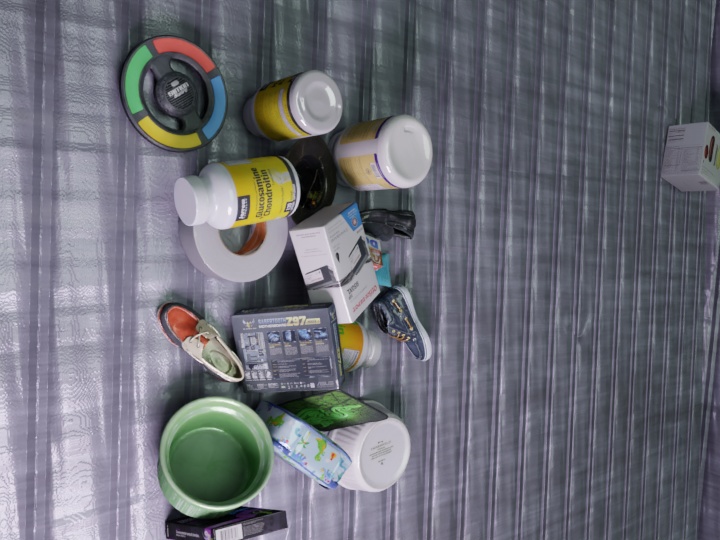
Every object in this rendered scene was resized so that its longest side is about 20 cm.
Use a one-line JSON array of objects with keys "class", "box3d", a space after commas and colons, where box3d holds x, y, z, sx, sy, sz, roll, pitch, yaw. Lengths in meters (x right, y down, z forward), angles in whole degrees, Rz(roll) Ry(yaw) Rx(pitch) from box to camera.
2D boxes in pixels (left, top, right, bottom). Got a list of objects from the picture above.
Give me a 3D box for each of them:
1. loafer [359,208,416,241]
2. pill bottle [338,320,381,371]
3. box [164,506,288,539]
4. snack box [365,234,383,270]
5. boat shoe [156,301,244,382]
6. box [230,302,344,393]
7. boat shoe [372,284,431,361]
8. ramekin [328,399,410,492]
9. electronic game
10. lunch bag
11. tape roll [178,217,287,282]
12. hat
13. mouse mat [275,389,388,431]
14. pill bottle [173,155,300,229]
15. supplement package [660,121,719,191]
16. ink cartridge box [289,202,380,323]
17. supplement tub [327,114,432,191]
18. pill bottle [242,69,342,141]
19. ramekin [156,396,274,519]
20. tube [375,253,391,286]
[{"class": "loafer", "box3d": [0.054, -0.101, 1.439, 0.200, 0.068, 0.071, -2, 84, -44]}, {"class": "pill bottle", "box3d": [-0.054, 0.152, 1.336, 0.199, 0.111, 0.112, 16, 83, -40]}, {"class": "box", "box3d": [-0.243, 0.454, 1.137, 0.142, 0.199, 0.036, 2, 74, -41]}, {"class": "snack box", "box3d": [-0.034, -0.062, 1.373, 0.199, 0.024, 0.072, 21, 49, -37]}, {"class": "boat shoe", "box3d": [-0.289, 0.133, 1.167, 0.071, 0.062, 0.200, -50, 120, -24]}, {"class": "box", "box3d": [-0.138, 0.148, 1.215, 0.051, 0.198, 0.159, -42, 125, -73]}, {"class": "boat shoe", "box3d": [0.093, 0.140, 1.494, 0.091, 0.071, 0.201, -33, 106, -33]}, {"class": "ramekin", "box3d": [0.026, 0.400, 1.431, 0.201, 0.094, 0.204, -4, 96, -40]}, {"class": "electronic game", "box3d": [-0.324, -0.310, 1.122, 0.199, 0.041, 0.202, -3, 95, -40]}, {"class": "lunch bag", "box3d": [-0.124, 0.343, 1.259, 0.200, 0.160, 0.083, 45, 70, -31]}, {"class": "tape roll", "box3d": [-0.236, -0.080, 1.196, 0.199, 0.066, 0.202, -4, 96, -40]}, {"class": "hat", "box3d": [-0.125, -0.179, 1.268, 0.200, 0.080, 0.202, -38, 134, -54]}, {"class": "mouse mat", "box3d": [-0.063, 0.287, 1.288, 0.161, 0.199, 0.008, 35, 49, -36]}, {"class": "pill bottle", "box3d": [-0.211, -0.133, 1.098, 0.199, 0.112, 0.113, -16, 103, -39]}, {"class": "supplement package", "box3d": [1.254, -0.423, 2.396, 0.190, 0.147, 0.202, 16, 83, -40]}, {"class": "ink cartridge box", "box3d": [-0.045, -0.014, 1.252, 0.145, 0.084, 0.201, -43, 123, -54]}, {"class": "supplement tub", "box3d": [0.035, -0.241, 1.329, 0.145, 0.199, 0.147, -3, 95, -40]}, {"class": "pill bottle", "box3d": [-0.134, -0.298, 1.181, 0.111, 0.199, 0.112, -3, 94, -40]}, {"class": "ramekin", "box3d": [-0.261, 0.335, 1.125, 0.199, 0.098, 0.201, 16, 48, -19]}, {"class": "tube", "box3d": [0.000, 0.000, 1.418, 0.199, 0.050, 0.078, 0, 88, -44]}]
